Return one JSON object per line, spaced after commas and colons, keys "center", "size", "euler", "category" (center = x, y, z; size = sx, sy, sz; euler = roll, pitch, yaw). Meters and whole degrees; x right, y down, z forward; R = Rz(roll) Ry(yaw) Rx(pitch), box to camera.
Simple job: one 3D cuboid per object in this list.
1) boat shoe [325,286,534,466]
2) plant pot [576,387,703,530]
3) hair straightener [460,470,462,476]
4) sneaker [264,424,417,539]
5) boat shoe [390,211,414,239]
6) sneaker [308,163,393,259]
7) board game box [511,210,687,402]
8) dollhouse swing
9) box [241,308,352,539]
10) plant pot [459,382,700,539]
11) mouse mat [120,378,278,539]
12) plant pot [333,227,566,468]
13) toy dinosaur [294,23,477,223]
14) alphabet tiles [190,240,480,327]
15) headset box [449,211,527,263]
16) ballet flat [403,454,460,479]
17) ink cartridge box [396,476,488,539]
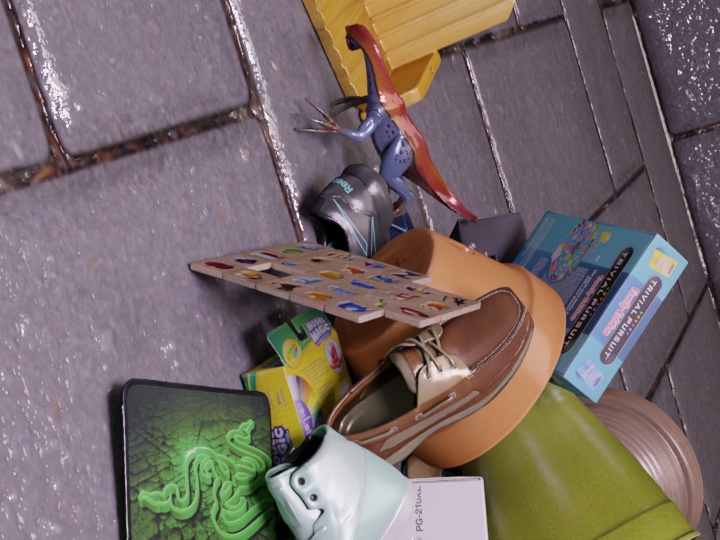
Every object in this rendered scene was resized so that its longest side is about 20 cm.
{"center": [0.054, 0.089, 1.118], "size": [0.076, 0.200, 0.074], "euler": [50, 4, 34], "category": "boat shoe"}
{"center": [0.246, 0.232, 1.424], "size": [0.092, 0.199, 0.204], "euler": [-21, 96, -55], "category": "plant pot"}
{"center": [0.131, 0.230, 1.503], "size": [0.200, 0.040, 0.078], "euler": [39, 43, -54], "category": "hair straightener"}
{"center": [-0.049, 0.219, 1.063], "size": [0.118, 0.073, 0.202], "euler": [40, 64, -19], "category": "sneaker"}
{"center": [0.072, 0.019, 1.433], "size": [0.084, 0.068, 0.203], "euler": [42, 30, -65], "category": "boat shoe"}
{"center": [0.000, 0.000, 1.334], "size": [0.079, 0.075, 0.202], "euler": [-35, 118, -34], "category": "sneaker"}
{"center": [0.196, 0.028, 1.288], "size": [0.047, 0.200, 0.152], "euler": [37, 84, -22], "category": "board game box"}
{"center": [0.058, -0.298, 1.481], "size": [0.202, 0.174, 0.182], "euler": [65, 25, -24], "category": "dollhouse swing"}
{"center": [-0.039, 0.139, 1.171], "size": [0.117, 0.048, 0.203], "euler": [-28, 104, -66], "category": "box"}
{"center": [0.186, 0.215, 1.302], "size": [0.195, 0.199, 0.200], "euler": [61, 19, 18], "category": "plant pot"}
{"center": [-0.114, 0.166, 1.015], "size": [0.199, 0.007, 0.164], "euler": [16, 67, -63], "category": "mouse mat"}
{"center": [0.068, 0.057, 1.251], "size": [0.140, 0.199, 0.202], "euler": [37, 39, -22], "category": "plant pot"}
{"center": [0.030, -0.154, 1.382], "size": [0.106, 0.197, 0.184], "euler": [-95, -169, -58], "category": "toy dinosaur"}
{"center": [-0.011, 0.010, 1.111], "size": [0.166, 0.198, 0.008], "euler": [-12, 115, -57], "category": "alphabet tiles"}
{"center": [0.138, 0.034, 1.482], "size": [0.200, 0.076, 0.151], "euler": [104, -22, -75], "category": "headset box"}
{"center": [0.079, 0.272, 1.337], "size": [0.068, 0.062, 0.203], "euler": [30, 50, -58], "category": "ballet flat"}
{"center": [0.069, 0.279, 1.196], "size": [0.201, 0.083, 0.147], "euler": [84, 3, -64], "category": "ink cartridge box"}
